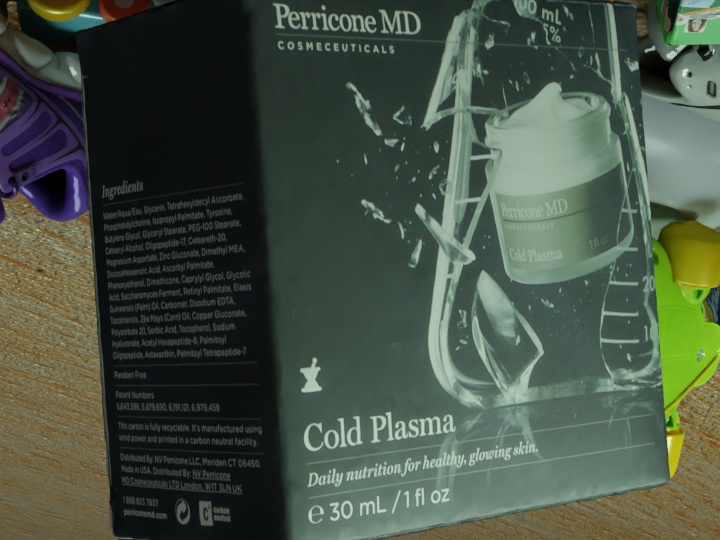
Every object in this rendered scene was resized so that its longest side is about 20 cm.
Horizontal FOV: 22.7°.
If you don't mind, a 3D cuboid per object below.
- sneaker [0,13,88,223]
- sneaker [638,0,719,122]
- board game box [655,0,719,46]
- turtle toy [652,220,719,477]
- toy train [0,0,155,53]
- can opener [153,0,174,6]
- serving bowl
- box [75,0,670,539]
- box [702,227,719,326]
[{"bbox_3d":[-0.173,-0.065,0.766,0.080,0.084,0.200,-5,167,32],"label":"sneaker"},{"bbox_3d":[0.175,-0.108,0.781,0.088,0.074,0.200,5,164,-12],"label":"sneaker"},{"bbox_3d":[0.216,-0.137,0.637,0.199,0.029,0.135,-1,144,-5],"label":"board game box"},{"bbox_3d":[0.132,0.036,0.971,0.101,0.146,0.200,19,-168,39],"label":"turtle toy"},{"bbox_3d":[-0.153,-0.119,0.858,0.199,0.056,0.150,-3,164,33],"label":"toy train"},{"bbox_3d":[0.000,-0.134,0.708,0.199,0.054,0.067,-7,-168,31],"label":"can opener"},{"bbox_3d":[0.140,-0.057,0.982,0.199,0.066,0.200,3,163,1],"label":"serving bowl"},{"bbox_3d":[0.007,-0.003,0.699,0.199,0.198,0.124,-4,178,-39],"label":"box"},{"bbox_3d":[0.301,-0.006,1.039,0.199,0.065,0.070,-11,164,-4],"label":"box"}]
